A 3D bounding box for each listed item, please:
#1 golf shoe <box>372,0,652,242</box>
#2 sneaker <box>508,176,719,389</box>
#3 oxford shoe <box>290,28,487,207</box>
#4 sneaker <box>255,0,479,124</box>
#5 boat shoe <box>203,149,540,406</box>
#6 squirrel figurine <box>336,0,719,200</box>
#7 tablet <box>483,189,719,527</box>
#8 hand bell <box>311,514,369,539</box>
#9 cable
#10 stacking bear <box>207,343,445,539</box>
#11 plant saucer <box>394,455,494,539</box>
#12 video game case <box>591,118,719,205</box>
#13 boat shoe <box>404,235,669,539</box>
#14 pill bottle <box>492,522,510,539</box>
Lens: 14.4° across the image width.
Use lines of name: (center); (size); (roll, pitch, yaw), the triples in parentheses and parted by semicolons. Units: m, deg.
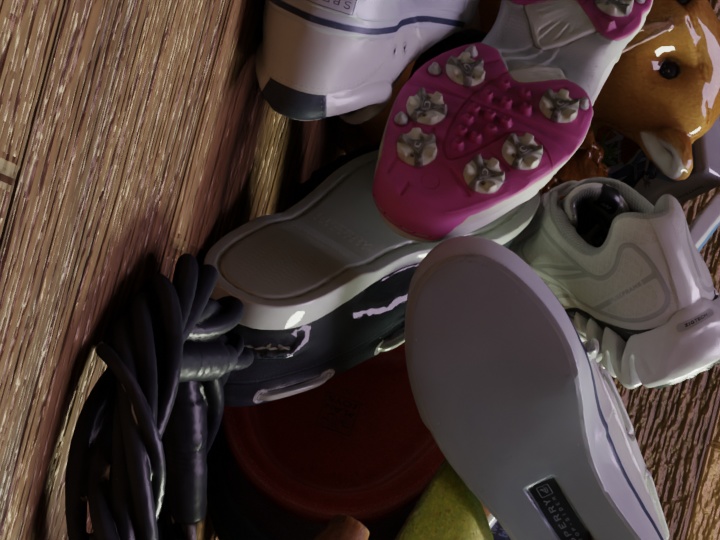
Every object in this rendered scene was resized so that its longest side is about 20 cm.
golf shoe: (0.062, -0.062, 1.210); (0.200, 0.075, 0.092); (-49, 165, -42)
sneaker: (0.099, -0.006, 1.277); (0.200, 0.075, 0.081); (13, -51, 62)
oxford shoe: (0.004, -0.033, 1.318); (0.072, 0.084, 0.201); (-16, 138, -51)
sneaker: (-0.004, -0.101, 1.191); (0.071, 0.073, 0.200); (-68, 166, 13)
boat shoe: (0.000, 0.000, 1.206); (0.199, 0.076, 0.061); (-20, 137, -43)
squirrel figurine: (0.085, -0.090, 1.393); (0.142, 0.185, 0.201); (-67, 169, -52)
tablet: (0.119, 0.045, 1.403); (0.200, 0.014, 0.130); (-57, 173, 26)
hand bell: (-0.048, 0.177, 1.070); (0.104, 0.104, 0.201); (91, 25, -63)
cable: (-0.070, 0.076, 1.043); (0.200, 0.050, 0.164); (90, 15, -62)
stacking bear: (-0.019, 0.102, 1.302); (0.200, 0.121, 0.114); (104, 5, -61)
plant saucer: (0.002, 0.202, 1.216); (0.200, 0.048, 0.200); (-57, 170, -24)
video game case: (0.105, -0.099, 1.497); (0.022, 0.182, 0.201); (30, 47, -41)
boat shoe: (0.081, 0.060, 1.189); (0.203, 0.074, 0.086); (58, 20, -22)
pill bottle: (0.034, 0.171, 1.461); (0.116, 0.199, 0.117); (15, 90, -84)
